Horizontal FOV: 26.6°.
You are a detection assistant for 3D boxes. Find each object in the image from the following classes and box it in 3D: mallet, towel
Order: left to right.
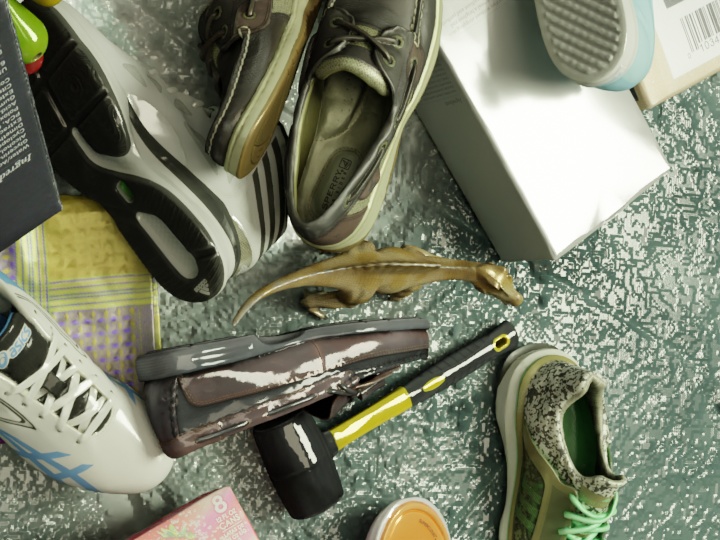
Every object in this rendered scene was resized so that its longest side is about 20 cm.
[{"bbox_3d":[-0.207,0.029,0.874,0.197,0.023,0.146,0,90,-24],"label":"towel"},{"bbox_3d":[0.026,0.094,0.973,0.198,0.041,0.067,-21,98,-27],"label":"mallet"}]

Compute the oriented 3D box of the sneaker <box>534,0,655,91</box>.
[{"bbox_3d":[0.137,-0.204,0.933,0.082,0.073,0.203,9,73,-60],"label":"sneaker"}]

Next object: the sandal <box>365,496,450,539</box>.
[{"bbox_3d":[0.045,0.248,0.957,0.078,0.059,0.210,-3,94,-43],"label":"sandal"}]

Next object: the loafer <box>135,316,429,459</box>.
[{"bbox_3d":[-0.041,0.067,0.907,0.198,0.072,0.064,-6,86,-35],"label":"loafer"}]

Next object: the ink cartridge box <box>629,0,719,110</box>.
[{"bbox_3d":[0.222,-0.221,1.040,0.199,0.075,0.166,-29,102,-21],"label":"ink cartridge box"}]

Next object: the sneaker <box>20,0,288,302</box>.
[{"bbox_3d":[-0.118,-0.085,0.903,0.201,0.075,0.115,54,41,0],"label":"sneaker"}]

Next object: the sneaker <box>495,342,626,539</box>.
[{"bbox_3d":[0.138,0.150,0.991,0.076,0.088,0.203,-10,94,-24],"label":"sneaker"}]

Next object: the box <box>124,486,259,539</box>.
[{"bbox_3d":[-0.141,0.211,0.842,0.198,0.103,0.095,-29,87,-16],"label":"box"}]

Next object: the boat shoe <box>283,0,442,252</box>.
[{"bbox_3d":[0.001,-0.111,0.878,0.071,0.066,0.204,15,89,7],"label":"boat shoe"}]

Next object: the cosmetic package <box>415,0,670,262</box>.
[{"bbox_3d":[0.100,-0.117,0.982,0.112,0.081,0.202,-33,104,-20],"label":"cosmetic package"}]

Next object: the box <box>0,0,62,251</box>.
[{"bbox_3d":[-0.254,-0.109,0.720,0.117,0.201,0.197,-38,72,-18],"label":"box"}]

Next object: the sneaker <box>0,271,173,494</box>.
[{"bbox_3d":[-0.181,0.059,0.836,0.200,0.072,0.072,42,73,-19],"label":"sneaker"}]

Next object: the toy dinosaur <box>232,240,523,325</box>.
[{"bbox_3d":[0.000,0.000,0.923,0.197,0.101,0.059,-3,89,-25],"label":"toy dinosaur"}]

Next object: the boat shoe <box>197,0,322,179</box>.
[{"bbox_3d":[-0.065,-0.133,0.888,0.064,0.074,0.201,20,43,-5],"label":"boat shoe"}]

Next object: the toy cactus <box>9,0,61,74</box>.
[{"bbox_3d":[-0.209,-0.195,0.763,0.101,0.165,0.202,-21,98,-9],"label":"toy cactus"}]
